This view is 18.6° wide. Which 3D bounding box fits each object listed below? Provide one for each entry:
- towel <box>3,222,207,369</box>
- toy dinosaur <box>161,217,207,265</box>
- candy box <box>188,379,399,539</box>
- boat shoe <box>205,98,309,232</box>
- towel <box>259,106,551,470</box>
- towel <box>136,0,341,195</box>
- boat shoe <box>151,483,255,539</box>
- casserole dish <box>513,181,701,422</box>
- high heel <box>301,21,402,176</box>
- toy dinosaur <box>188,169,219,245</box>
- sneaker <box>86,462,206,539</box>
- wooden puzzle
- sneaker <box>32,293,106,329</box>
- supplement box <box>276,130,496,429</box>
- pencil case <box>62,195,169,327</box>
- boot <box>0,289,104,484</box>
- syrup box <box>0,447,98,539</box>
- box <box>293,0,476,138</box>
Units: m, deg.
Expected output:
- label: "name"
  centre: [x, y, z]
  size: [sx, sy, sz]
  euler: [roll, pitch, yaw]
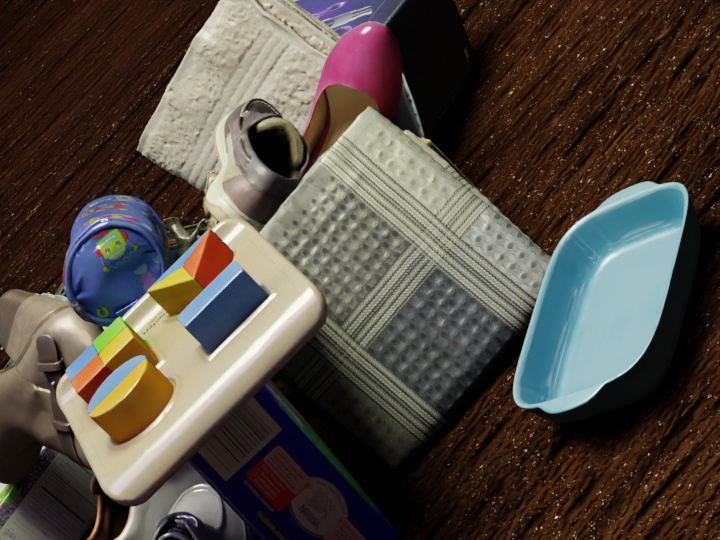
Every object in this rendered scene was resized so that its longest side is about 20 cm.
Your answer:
- label: "towel"
  centre: [-0.215, 0.034, 1.863]
  size: [0.146, 0.022, 0.200]
  euler: [-14, -27, -45]
- label: "toy dinosaur"
  centre: [-0.109, -0.002, 1.751]
  size: [0.199, 0.077, 0.103]
  euler: [-19, 77, 42]
- label: "candy box"
  centre: [-0.076, 0.117, 1.522]
  size: [0.077, 0.169, 0.200]
  euler: [-42, 26, -4]
- label: "boat shoe"
  centre: [-0.071, -0.086, 1.654]
  size: [0.065, 0.072, 0.200]
  euler: [-44, 14, 20]
- label: "towel"
  centre: [0.017, 0.011, 1.553]
  size: [0.193, 0.200, 0.035]
  euler: [-48, -14, -1]
- label: "towel"
  centre: [-0.089, -0.133, 1.782]
  size: [0.200, 0.132, 0.034]
  euler: [-56, -4, 34]
- label: "boat shoe"
  centre: [-0.123, 0.209, 1.550]
  size: [0.072, 0.069, 0.200]
  euler: [-10, 34, 16]
- label: "casserole dish"
  centre: [0.168, 0.025, 1.439]
  size: [0.121, 0.039, 0.201]
  euler: [-23, 35, 39]
- label: "high heel"
  centre: [-0.022, -0.097, 1.696]
  size: [0.200, 0.067, 0.096]
  euler: [-61, 4, 42]
- label: "toy dinosaur"
  centre: [-0.127, 0.020, 1.638]
  size: [0.201, 0.047, 0.088]
  euler: [-67, 13, -12]
- label: "sneaker"
  centre: [-0.150, 0.156, 1.680]
  size: [0.073, 0.085, 0.200]
  euler: [-13, 39, 52]
- label: "wooden puzzle"
  centre: [-0.124, 0.047, 1.446]
  size: [0.185, 0.046, 0.200]
  euler: [-44, 26, -2]
- label: "sneaker"
  centre: [-0.191, 0.074, 1.747]
  size: [0.199, 0.082, 0.075]
  euler: [16, 52, 27]
- label: "supplement box"
  centre: [0.000, 0.000, 1.647]
  size: [0.200, 0.109, 0.109]
  euler: [-49, 25, -4]
- label: "pencil case"
  centre: [-0.182, -0.007, 1.656]
  size: [0.078, 0.087, 0.200]
  euler: [-18, 9, -3]
- label: "boot"
  centre: [-0.231, 0.112, 1.670]
  size: [0.070, 0.201, 0.146]
  euler: [-22, 42, -35]
- label: "syrup box"
  centre: [-0.249, 0.161, 1.823]
  size: [0.200, 0.081, 0.079]
  euler: [-55, 28, -14]
- label: "box"
  centre: [-0.024, -0.167, 1.849]
  size: [0.199, 0.105, 0.148]
  euler: [-12, 25, 27]
